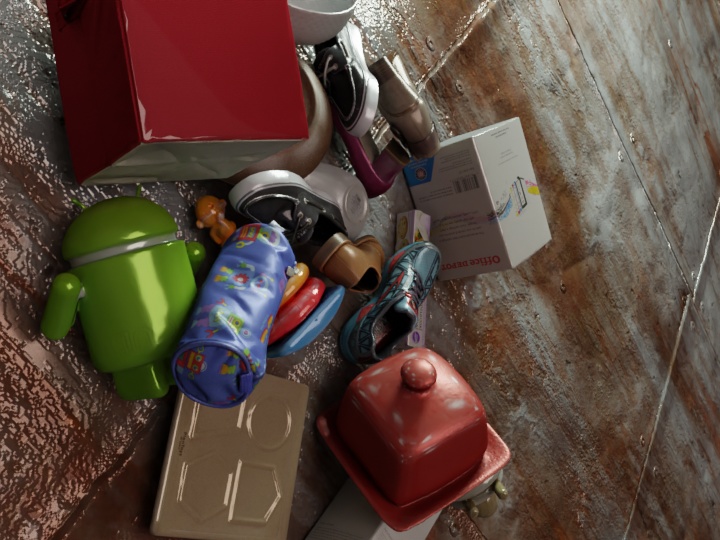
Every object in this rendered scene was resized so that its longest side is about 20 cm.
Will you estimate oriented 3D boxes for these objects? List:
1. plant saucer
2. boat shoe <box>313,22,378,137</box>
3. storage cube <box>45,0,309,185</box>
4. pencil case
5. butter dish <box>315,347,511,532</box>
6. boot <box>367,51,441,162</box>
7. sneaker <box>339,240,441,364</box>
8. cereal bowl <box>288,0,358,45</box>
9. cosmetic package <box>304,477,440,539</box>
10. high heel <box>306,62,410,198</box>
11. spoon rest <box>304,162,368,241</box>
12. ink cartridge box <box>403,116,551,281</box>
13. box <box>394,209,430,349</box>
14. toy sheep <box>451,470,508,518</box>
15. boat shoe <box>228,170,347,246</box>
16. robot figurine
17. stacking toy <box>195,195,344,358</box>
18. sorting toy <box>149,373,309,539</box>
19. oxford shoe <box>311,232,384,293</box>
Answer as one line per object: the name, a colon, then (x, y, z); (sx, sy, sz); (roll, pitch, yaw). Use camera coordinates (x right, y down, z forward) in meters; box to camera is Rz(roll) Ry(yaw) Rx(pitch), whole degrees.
plant saucer: (-0.121, -0.196, 0.824); (0.195, 0.037, 0.206); (7, 70, -18)
boat shoe: (-0.028, -0.256, 0.902); (0.067, 0.072, 0.204); (13, 51, -32)
storage cube: (-0.175, -0.189, 0.659); (0.197, 0.169, 0.185); (-11, 90, -40)
pencil case: (-0.115, 0.037, 0.683); (0.202, 0.084, 0.079); (-78, 176, -52)
butter dish: (0.066, 0.170, 0.859); (0.197, 0.199, 0.151); (-22, 135, -26)
boot: (0.057, -0.225, 0.982); (0.148, 0.069, 0.200); (58, 11, -13)
sneaker: (0.060, 0.049, 0.951); (0.079, 0.095, 0.202); (41, 75, -24)
cereal bowl: (-0.102, -0.348, 0.866); (0.196, 0.084, 0.203); (18, 46, -19)
cosmetic package: (0.020, 0.320, 0.895); (0.200, 0.106, 0.086); (-45, 116, -38)
high heel: (-0.023, -0.193, 0.985); (0.199, 0.096, 0.068); (42, 44, -9)
spoon rest: (-0.048, -0.119, 0.940); (0.201, 0.059, 0.101); (54, 50, -42)
ink cartridge box: (0.184, -0.109, 1.098); (0.143, 0.145, 0.205); (-28, 103, -43)
box: (0.074, 0.013, 1.043); (0.038, 0.041, 0.206); (15, 74, -41)
toy sheep: (0.141, 0.267, 1.010); (0.137, 0.136, 0.204); (-35, 103, -42)
boat shoe: (-0.075, -0.060, 0.827); (0.067, 0.069, 0.199); (60, 18, 20)
robot figurine: (-0.221, 0.021, 0.691); (0.174, 0.114, 0.205); (-21, 98, -50)
stacking toy: (-0.124, -0.003, 0.817); (0.116, 0.109, 0.201); (-45, 104, -22)
sorting toy: (-0.144, 0.207, 0.802); (0.198, 0.036, 0.190); (26, 66, -45)
oxford shoe: (0.000, 0.000, 0.906); (0.071, 0.072, 0.200); (43, 13, 11)
